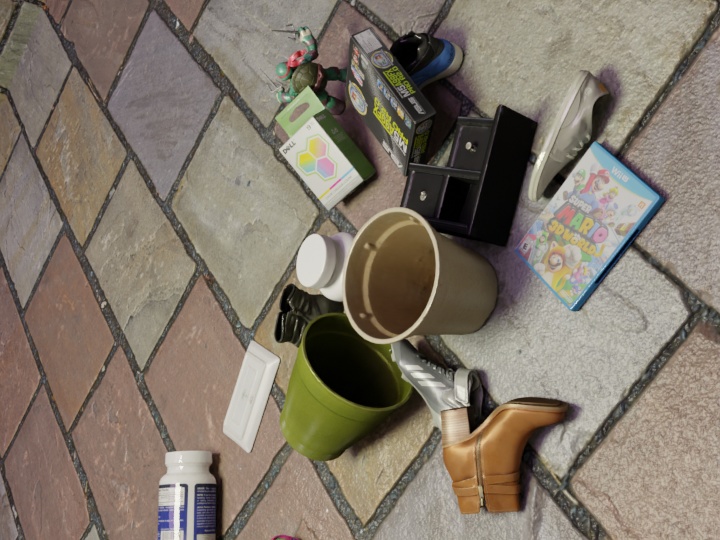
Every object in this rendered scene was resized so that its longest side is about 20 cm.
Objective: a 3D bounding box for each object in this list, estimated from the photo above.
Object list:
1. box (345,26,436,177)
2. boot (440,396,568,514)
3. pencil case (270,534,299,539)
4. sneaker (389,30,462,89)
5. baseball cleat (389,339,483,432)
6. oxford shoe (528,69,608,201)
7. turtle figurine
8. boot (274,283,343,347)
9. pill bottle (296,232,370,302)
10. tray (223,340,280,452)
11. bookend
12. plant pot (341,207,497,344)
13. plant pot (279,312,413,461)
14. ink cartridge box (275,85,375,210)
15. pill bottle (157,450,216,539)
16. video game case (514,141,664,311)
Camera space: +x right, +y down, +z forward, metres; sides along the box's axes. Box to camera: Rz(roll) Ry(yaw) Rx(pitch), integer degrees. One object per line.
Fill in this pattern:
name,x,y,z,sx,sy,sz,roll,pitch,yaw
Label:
box,0.046,-0.280,1.505,0.201,0.044,0.161,57,162,20
boot,0.210,0.265,1.279,0.198,0.077,0.157,-13,83,22
pencil case,-0.154,0.572,1.591,0.088,0.088,0.202,33,107,46
sneaker,0.068,-0.343,1.549,0.199,0.111,0.077,-23,64,42
baseball cleat,0.127,0.166,1.406,0.106,0.070,0.201,-46,60,21
oxford shoe,0.299,-0.188,1.301,0.057,0.075,0.201,27,105,10
turtle figurine,-0.103,-0.361,1.672,0.150,0.199,0.101,-52,47,24
boot,-0.104,0.130,1.604,0.067,0.130,0.202,-4,77,47
pill bottle,0.000,0.000,1.466,0.112,0.199,0.113,-19,65,50
tray,-0.224,0.249,1.787,0.107,0.022,0.202,24,99,46
bookend,0.155,-0.157,1.425,0.198,0.092,0.202,16,92,48
plant pot,0.105,0.021,1.368,0.200,0.183,0.202,-14,71,45
plant pot,-0.042,0.209,1.494,0.194,0.199,0.201,-58,45,36
ink cartridge box,-0.076,-0.221,1.636,0.104,0.059,0.200,-37,93,36
pill bottle,-0.345,0.465,1.795,0.115,0.115,0.202,-16,69,44
video game case,0.320,-0.063,1.279,0.201,0.018,0.143,-56,46,21
